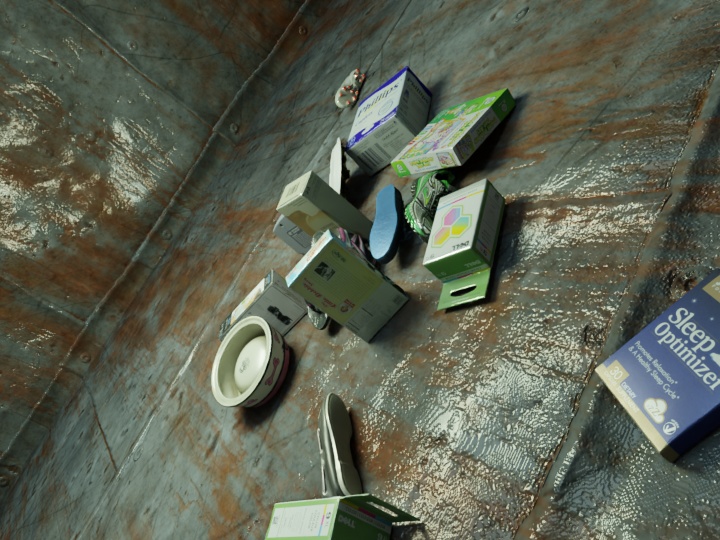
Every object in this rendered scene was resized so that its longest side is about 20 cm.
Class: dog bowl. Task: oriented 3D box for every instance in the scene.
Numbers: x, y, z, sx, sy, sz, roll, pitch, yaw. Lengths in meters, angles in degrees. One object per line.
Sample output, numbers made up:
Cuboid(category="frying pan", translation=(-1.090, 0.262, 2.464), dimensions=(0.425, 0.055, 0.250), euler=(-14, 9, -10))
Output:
Cuboid(category="dog bowl", translation=(-0.236, 0.206, 1.248), dimensions=(0.198, 0.073, 0.203), euler=(-24, 51, 33))

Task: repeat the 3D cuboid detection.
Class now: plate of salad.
Cuboid(category="plate of salad", translation=(-0.051, -0.233, 1.457), dimensions=(0.200, 0.047, 0.205), euler=(-178, 90, -83))

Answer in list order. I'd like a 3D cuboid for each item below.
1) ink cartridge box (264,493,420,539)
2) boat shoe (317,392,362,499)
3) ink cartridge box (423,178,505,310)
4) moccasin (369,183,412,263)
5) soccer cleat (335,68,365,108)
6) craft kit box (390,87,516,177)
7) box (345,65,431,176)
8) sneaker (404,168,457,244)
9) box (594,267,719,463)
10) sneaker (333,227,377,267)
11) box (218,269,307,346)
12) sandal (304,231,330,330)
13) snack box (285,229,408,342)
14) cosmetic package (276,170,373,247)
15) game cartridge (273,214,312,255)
Cuboid(category="ink cartridge box", translation=(-0.028, 0.350, 0.760), dimensions=(0.198, 0.103, 0.060), euler=(-26, 37, 40))
Cuboid(category="boat shoe", translation=(-0.046, 0.283, 0.907), dimensions=(0.057, 0.067, 0.201), euler=(-38, 34, 16))
Cuboid(category="ink cartridge box", translation=(0.166, -0.044, 0.939), dimensions=(0.103, 0.059, 0.203), euler=(-20, 42, 46))
Cuboid(category="moccasin", translation=(0.070, -0.091, 1.158), dimensions=(0.080, 0.068, 0.203), euler=(-20, 43, 35))
Cuboid(category="soccer cleat", translation=(-0.042, -0.598, 1.919), dimensions=(0.077, 0.069, 0.202), euler=(-29, 29, 46))
Cuboid(category="craft kit box", translation=(0.185, -0.275, 1.161), dimensions=(0.200, 0.049, 0.196), euler=(-48, 27, -24))
Cuboid(category="box", translation=(0.071, -0.373, 1.436), dimensions=(0.182, 0.105, 0.202), euler=(-26, 37, 40))
Cuboid(category="sneaker", translation=(0.137, -0.128, 1.079), dimensions=(0.085, 0.078, 0.202), euler=(-31, 34, 34))
Cuboid(category="box", translation=(0.346, 0.079, 0.568), dimensions=(0.200, 0.032, 0.122), euler=(-45, 28, 15))
Cuboid(category="sneaker", translation=(0.000, 0.000, 1.152), dimensions=(0.081, 0.085, 0.203), euler=(128, 138, -50))
Cuboid(category="box", translation=(-0.225, 0.109, 1.334), dimensions=(0.200, 0.116, 0.060), euler=(-45, 26, 18))
Cuboid(category="sandal", translation=(-0.094, 0.020, 1.177), dimensions=(0.075, 0.047, 0.205), euler=(-11, 76, 48))
Cuboid(category="snack box", translation=(-0.021, 0.032, 1.009), dimensions=(0.116, 0.199, 0.037), euler=(-46, 30, 11))
Cuboid(category="cosmetic package", translation=(-0.076, -0.118, 1.268), dimensions=(0.104, 0.199, 0.072), euler=(-21, 41, 46))
Cuboid(category="game cartridge", translation=(-0.121, -0.116, 1.409), dimensions=(0.198, 0.133, 0.041), euler=(-27, 37, 39))
